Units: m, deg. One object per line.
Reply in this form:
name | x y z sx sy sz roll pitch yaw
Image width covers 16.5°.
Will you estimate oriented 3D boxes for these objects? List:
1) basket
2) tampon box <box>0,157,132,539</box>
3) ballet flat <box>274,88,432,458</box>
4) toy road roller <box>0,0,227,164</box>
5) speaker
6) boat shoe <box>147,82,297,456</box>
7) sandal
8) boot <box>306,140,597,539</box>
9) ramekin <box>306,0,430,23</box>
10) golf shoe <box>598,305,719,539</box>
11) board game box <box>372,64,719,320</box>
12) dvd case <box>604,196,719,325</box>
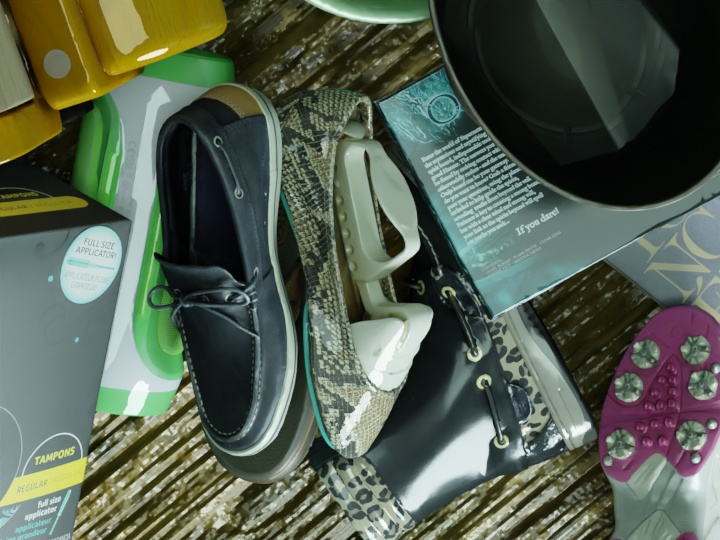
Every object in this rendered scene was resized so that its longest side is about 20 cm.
basket | 0.100 -0.117 1.217 0.136 0.200 0.181 -30 93 0
tampon box | -0.228 0.049 1.302 0.126 0.150 0.200 28 116 36
ballet flat | 0.000 0.000 1.326 0.075 0.068 0.201 -9 92 32
toy road roller | -0.154 -0.132 1.234 0.146 0.200 0.123 -18 99 13
speaker | -0.124 -0.025 1.369 0.088 0.088 0.201 11 98 -4
boat shoe | -0.077 0.003 1.310 0.074 0.062 0.201 9 107 36
sandal | -0.054 0.017 1.375 0.082 0.055 0.201 15 94 32
boot | 0.022 0.045 1.394 0.154 0.073 0.204 -32 97 5
ramekin | 0.018 -0.240 1.304 0.200 0.098 0.200 -11 128 -15
golf shoe | 0.179 0.121 1.415 0.075 0.091 0.201 5 85 25
board game box | 0.125 -0.079 1.333 0.200 0.028 0.135 -28 92 0
dvd case | 0.209 -0.044 1.417 0.200 0.016 0.149 38 95 -6
